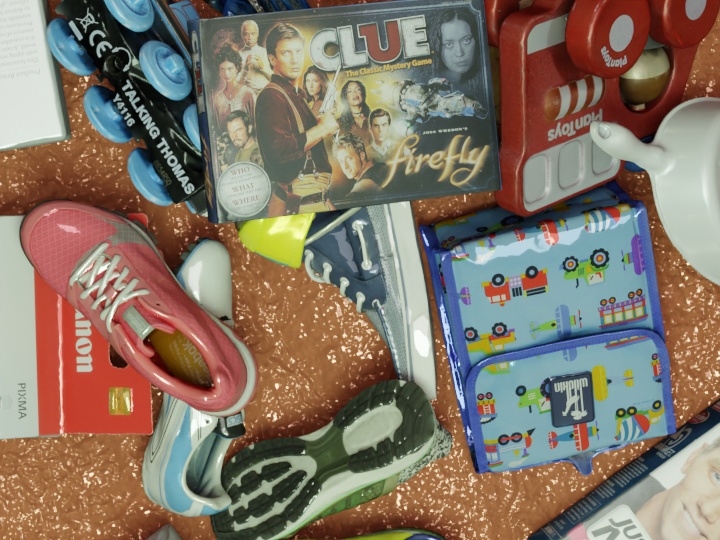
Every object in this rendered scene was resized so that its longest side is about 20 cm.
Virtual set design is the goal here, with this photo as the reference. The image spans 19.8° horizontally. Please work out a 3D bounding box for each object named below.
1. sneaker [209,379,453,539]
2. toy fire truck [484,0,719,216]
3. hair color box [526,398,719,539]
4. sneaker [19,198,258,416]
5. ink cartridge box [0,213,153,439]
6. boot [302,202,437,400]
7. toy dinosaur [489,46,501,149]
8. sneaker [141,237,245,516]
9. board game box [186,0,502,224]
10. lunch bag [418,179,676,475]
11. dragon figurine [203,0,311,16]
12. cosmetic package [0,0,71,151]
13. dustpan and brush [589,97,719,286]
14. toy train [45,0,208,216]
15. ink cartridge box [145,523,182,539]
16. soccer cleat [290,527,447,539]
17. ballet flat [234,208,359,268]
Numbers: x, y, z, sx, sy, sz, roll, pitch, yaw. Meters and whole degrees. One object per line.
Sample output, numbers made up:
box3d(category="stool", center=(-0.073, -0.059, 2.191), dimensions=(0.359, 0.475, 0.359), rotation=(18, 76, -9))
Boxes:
box3d(category="sneaker", center=(-0.016, 0.153, 1.484), dimensions=(0.200, 0.089, 0.077), rotation=(-26, 57, 21))
box3d(category="toy fire truck", center=(0.167, -0.140, 1.454), dimensions=(0.200, 0.112, 0.169), rotation=(-23, 122, -39))
box3d(category="hair color box", center=(0.232, 0.182, 1.509), dimensions=(0.200, 0.061, 0.100), rotation=(-36, 95, -2))
box3d(category="sneaker", center=(-0.149, 0.021, 1.396), dimensions=(0.200, 0.087, 0.074), rotation=(41, 93, 2))
box3d(category="ink cartridge box", center=(-0.249, 0.040, 1.453), dimensions=(0.199, 0.050, 0.162), rotation=(-1, 93, 15))
box3d(category="boot", center=(0.000, 0.000, 1.487), dimensions=(0.090, 0.073, 0.201), rotation=(-10, 85, 3))
box3d(category="toy dinosaur", center=(0.089, -0.138, 1.497), dimensions=(0.106, 0.060, 0.201), rotation=(-4, 81, -15))
box3d(category="sneaker", center=(-0.109, 0.077, 1.470), dimensions=(0.072, 0.072, 0.201), rotation=(11, 100, 25))
box3d(category="board game box", center=(-0.009, -0.110, 1.384), dimensions=(0.199, 0.035, 0.136), rotation=(-8, 96, -16))
box3d(category="lunch bag", center=(0.139, 0.053, 1.495), dimensions=(0.150, 0.094, 0.201), rotation=(-14, 106, -4))
box3d(category="dragon figurine", center=(-0.066, -0.175, 1.452), dimensions=(0.059, 0.099, 0.200), rotation=(-34, 95, -1))
box3d(category="cosmetic package", center=(-0.270, -0.183, 1.453), dimensions=(0.101, 0.071, 0.201), rotation=(-9, 93, -3))
box3d(category="dustpan and brush", center=(0.227, -0.072, 1.448), dimensions=(0.057, 0.200, 0.140), rotation=(-2, 74, 33))
box3d(category="toy train", center=(-0.137, -0.131, 1.443), dimensions=(0.087, 0.114, 0.200), rotation=(-34, 87, 29))
box3d(category="ink cartridge box", center=(-0.135, 0.304, 1.479), dimensions=(0.146, 0.084, 0.200), rotation=(-36, 94, -1))
box3d(category="soccer cleat", center=(-0.015, 0.217, 1.448), dimensions=(0.200, 0.084, 0.065), rotation=(-7, 87, -33))
box3d(category="ballet flat", center=(-0.007, -0.086, 1.436), dimensions=(0.067, 0.067, 0.200), rotation=(39, 83, -1))
